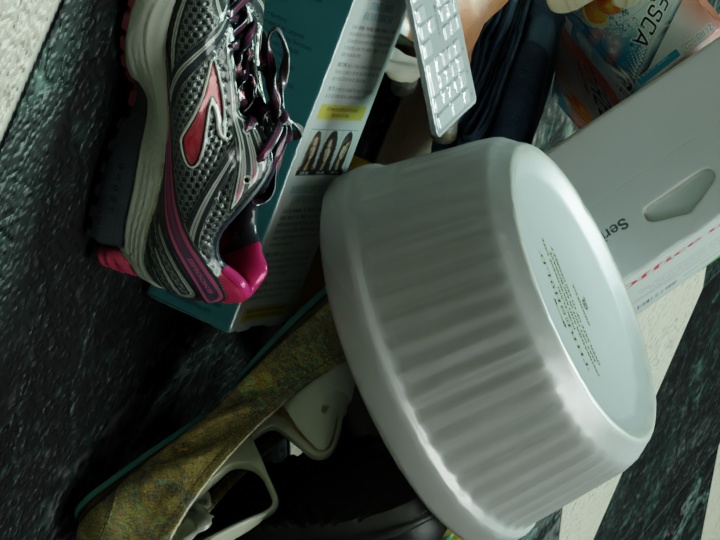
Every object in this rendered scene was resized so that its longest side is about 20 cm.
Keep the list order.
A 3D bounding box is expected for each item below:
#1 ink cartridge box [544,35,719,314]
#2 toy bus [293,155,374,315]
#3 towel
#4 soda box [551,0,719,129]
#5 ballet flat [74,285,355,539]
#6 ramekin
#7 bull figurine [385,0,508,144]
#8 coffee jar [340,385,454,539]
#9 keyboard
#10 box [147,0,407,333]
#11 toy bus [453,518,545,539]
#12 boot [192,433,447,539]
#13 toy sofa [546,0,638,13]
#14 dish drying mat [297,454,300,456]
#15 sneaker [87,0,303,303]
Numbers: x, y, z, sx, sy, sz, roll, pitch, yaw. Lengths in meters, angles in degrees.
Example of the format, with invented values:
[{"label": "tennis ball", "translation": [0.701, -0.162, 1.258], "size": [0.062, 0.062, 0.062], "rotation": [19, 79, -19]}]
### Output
[{"label": "ink cartridge box", "translation": [0.166, -0.042, 1.465], "size": [0.145, 0.088, 0.200], "rotation": [-34, 172, 1]}, {"label": "toy bus", "translation": [0.000, 0.000, 1.435], "size": [0.078, 0.065, 0.200], "rotation": [-60, 161, -18]}, {"label": "towel", "translation": [0.080, -0.098, 1.513], "size": [0.112, 0.049, 0.200], "rotation": [97, 9, -46]}, {"label": "soda box", "translation": [0.157, -0.120, 1.511], "size": [0.068, 0.064, 0.200], "rotation": [-37, 170, -4]}, {"label": "ballet flat", "translation": [-0.051, 0.084, 1.305], "size": [0.200, 0.071, 0.071], "rotation": [-41, 156, -13]}, {"label": "ramekin", "translation": [0.069, 0.027, 1.282], "size": [0.202, 0.094, 0.202], "rotation": [53, 23, -35]}, {"label": "bull figurine", "translation": [0.046, -0.146, 1.384], "size": [0.200, 0.065, 0.121], "rotation": [-54, 160, -30]}, {"label": "coffee jar", "translation": [0.007, 0.133, 1.443], "size": [0.085, 0.104, 0.200], "rotation": [-42, 165, -44]}, {"label": "keyboard", "translation": [0.026, -0.166, 1.250], "size": [0.056, 0.011, 0.200], "rotation": [-54, 135, -62]}, {"label": "box", "translation": [-0.035, -0.072, 1.272], "size": [0.200, 0.049, 0.082], "rotation": [-69, 163, 9]}, {"label": "toy bus", "translation": [0.071, 0.044, 1.615], "size": [0.200, 0.136, 0.192], "rotation": [-47, 141, -39]}, {"label": "boot", "translation": [0.000, 0.171, 1.357], "size": [0.079, 0.211, 0.158], "rotation": [-47, 111, -38]}, {"label": "toy sofa", "translation": [0.114, -0.234, 1.353], "size": [0.083, 0.098, 0.200], "rotation": [-91, 160, -45]}, {"label": "dish drying mat", "translation": [0.028, 0.091, 1.520], "size": [0.200, 0.018, 0.077], "rotation": [-30, 151, 7]}, {"label": "sneaker", "translation": [-0.060, -0.080, 1.153], "size": [0.081, 0.075, 0.200], "rotation": [-41, 149, -53]}]
